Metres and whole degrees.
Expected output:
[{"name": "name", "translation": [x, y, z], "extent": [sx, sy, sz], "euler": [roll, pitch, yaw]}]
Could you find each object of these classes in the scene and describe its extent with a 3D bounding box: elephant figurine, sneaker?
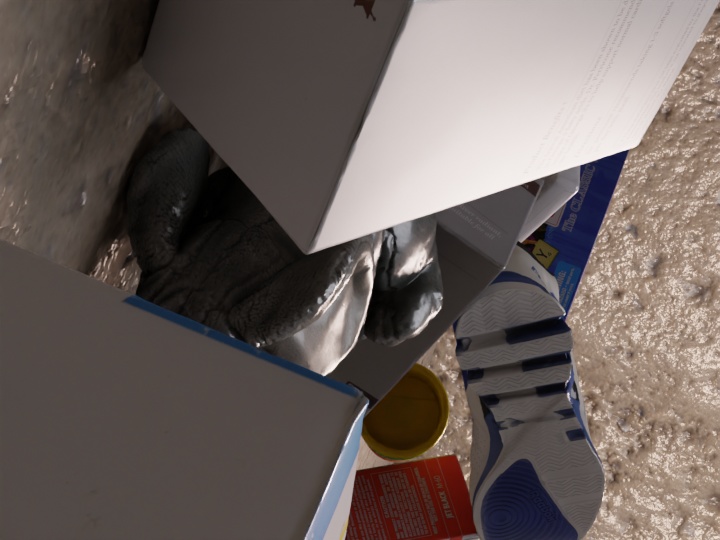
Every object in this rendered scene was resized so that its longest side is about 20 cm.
[{"name": "elephant figurine", "translation": [-0.047, 0.007, 0.661], "extent": [0.200, 0.140, 0.157], "euler": [-35, 112, -56]}, {"name": "sneaker", "translation": [0.096, 0.060, 0.895], "extent": [0.116, 0.080, 0.201], "euler": [-88, 170, -56]}]

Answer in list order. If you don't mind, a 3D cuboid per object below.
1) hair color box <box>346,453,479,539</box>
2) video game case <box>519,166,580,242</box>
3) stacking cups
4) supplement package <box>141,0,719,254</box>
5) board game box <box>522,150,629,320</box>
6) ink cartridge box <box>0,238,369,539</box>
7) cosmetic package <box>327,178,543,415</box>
[{"name": "hair color box", "translation": [-0.033, 0.184, 0.959], "extent": [0.111, 0.198, 0.064], "euler": [102, -23, -51]}, {"name": "video game case", "translation": [0.089, -0.082, 1.025], "extent": [0.200, 0.024, 0.183], "euler": [-45, -149, 51]}, {"name": "stacking cups", "translation": [0.024, 0.107, 1.023], "extent": [0.200, 0.060, 0.061], "euler": [94, 19, -77]}, {"name": "supplement package", "translation": [0.035, -0.107, 0.598], "extent": [0.199, 0.117, 0.117], "euler": [-19, 146, -40]}, {"name": "board game box", "translation": [0.088, -0.059, 1.156], "extent": [0.041, 0.198, 0.201], "euler": [90, 21, -69]}, {"name": "ink cartridge box", "translation": [-0.094, 0.110, 0.492], "extent": [0.200, 0.146, 0.146], "euler": [95, 18, -63]}, {"name": "cosmetic package", "translation": [0.000, 0.000, 0.835], "extent": [0.200, 0.106, 0.090], "euler": [-52, -174, 46]}]
